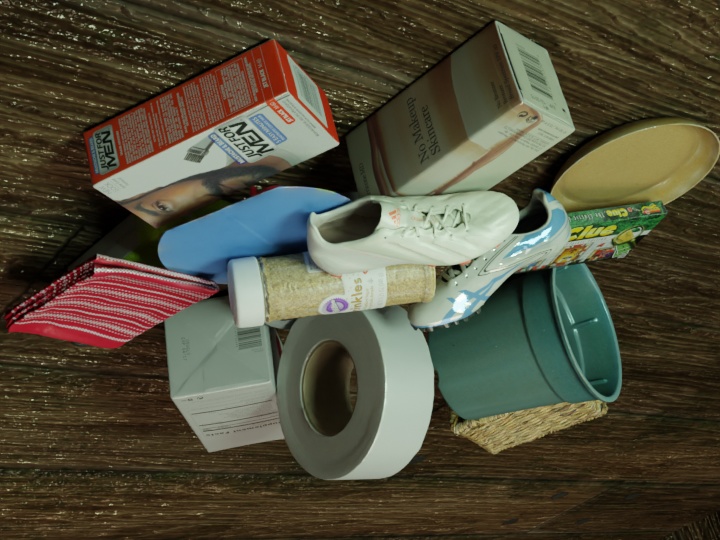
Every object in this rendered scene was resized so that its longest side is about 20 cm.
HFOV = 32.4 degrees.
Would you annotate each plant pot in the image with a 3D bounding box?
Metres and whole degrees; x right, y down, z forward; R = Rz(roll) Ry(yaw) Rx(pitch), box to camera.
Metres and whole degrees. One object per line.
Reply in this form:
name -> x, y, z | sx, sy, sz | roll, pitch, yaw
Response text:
plant pot -> 0.205, 0.097, 1.592 | 0.196, 0.200, 0.200 | -20, 154, 26
plant pot -> 0.306, -0.115, 1.401 | 0.200, 0.028, 0.200 | -12, 152, -7

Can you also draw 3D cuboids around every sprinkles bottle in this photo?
sprinkles bottle -> -0.029, 0.010, 1.222 | 0.200, 0.068, 0.068 | -8, 152, -11

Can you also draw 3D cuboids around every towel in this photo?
towel -> -0.257, 0.036, 1.264 | 0.145, 0.023, 0.200 | 14, 153, -38

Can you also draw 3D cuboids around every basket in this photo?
basket -> 0.225, 0.152, 1.744 | 0.200, 0.143, 0.149 | -23, 150, 20

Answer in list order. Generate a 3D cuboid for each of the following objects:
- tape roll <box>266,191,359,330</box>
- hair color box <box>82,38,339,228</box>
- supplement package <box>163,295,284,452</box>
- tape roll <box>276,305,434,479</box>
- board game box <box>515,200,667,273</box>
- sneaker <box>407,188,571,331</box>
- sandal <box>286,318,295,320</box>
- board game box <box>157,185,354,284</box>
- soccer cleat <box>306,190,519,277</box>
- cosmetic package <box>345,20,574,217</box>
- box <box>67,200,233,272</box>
tape roll -> -0.031, -0.007, 1.386 | 0.200, 0.066, 0.200 | -12, 154, -6
hair color box -> -0.134, -0.119, 1.120 | 0.200, 0.064, 0.111 | -23, 154, 16
supplement package -> -0.155, 0.126, 1.507 | 0.120, 0.121, 0.200 | -10, 154, 1
tape roll -> -0.010, 0.130, 1.366 | 0.071, 0.203, 0.202 | 5, 147, -38
board game box -> 0.252, -0.037, 1.451 | 0.200, 0.023, 0.105 | -8, 151, -26
sneaker -> 0.126, -0.011, 1.276 | 0.200, 0.072, 0.073 | -36, 117, -5
sandal -> 0.000, 0.000, 1.299 | 0.200, 0.045, 0.075 | -26, 180, -9
board game box -> -0.099, -0.048, 1.196 | 0.200, 0.039, 0.158 | -20, 155, 18
soccer cleat -> 0.048, -0.040, 1.147 | 0.200, 0.069, 0.078 | -11, 147, 5
cosmetic package -> 0.090, -0.130, 1.174 | 0.087, 0.103, 0.200 | 18, 137, -43
box -> -0.213, -0.010, 1.303 | 0.200, 0.048, 0.122 | -34, 147, 32
